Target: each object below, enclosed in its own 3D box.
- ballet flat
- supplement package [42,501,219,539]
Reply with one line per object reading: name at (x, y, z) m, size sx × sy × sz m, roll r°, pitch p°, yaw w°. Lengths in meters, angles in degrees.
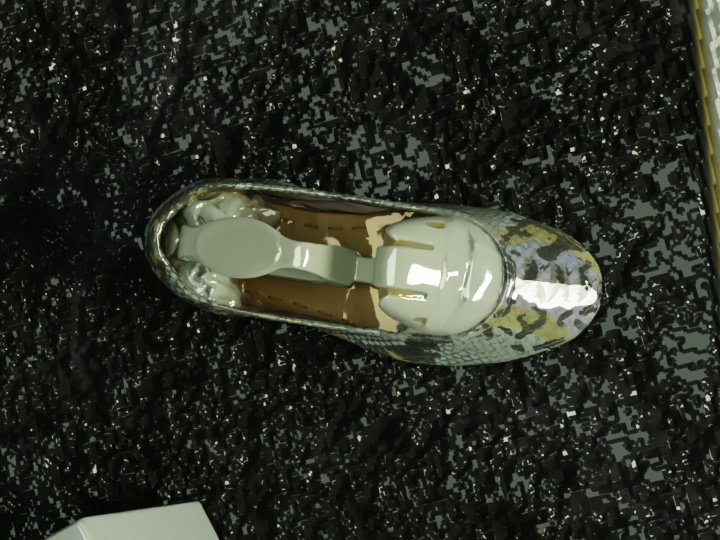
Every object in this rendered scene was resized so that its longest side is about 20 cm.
ballet flat at (0.000, 0.000, 0.894) m, size 0.200 × 0.072 × 0.072 m, roll 8°, pitch 88°, yaw 14°
supplement package at (-0.138, 0.209, 0.869) m, size 0.200 × 0.152 × 0.151 m, roll -30°, pitch 80°, yaw 10°
